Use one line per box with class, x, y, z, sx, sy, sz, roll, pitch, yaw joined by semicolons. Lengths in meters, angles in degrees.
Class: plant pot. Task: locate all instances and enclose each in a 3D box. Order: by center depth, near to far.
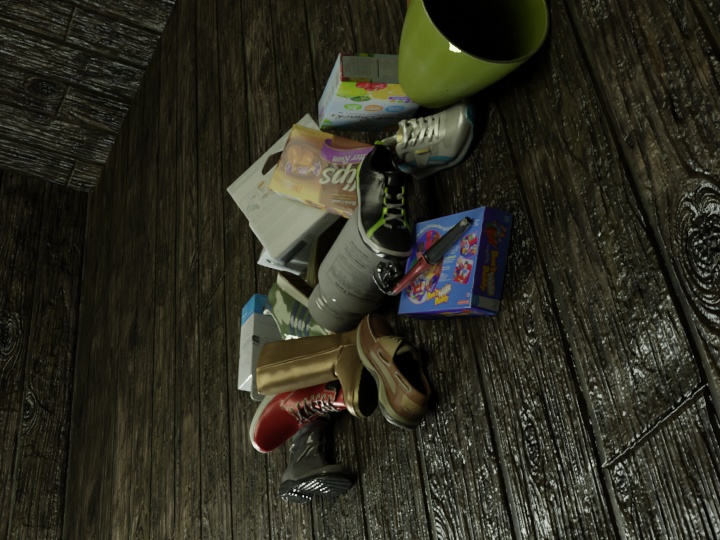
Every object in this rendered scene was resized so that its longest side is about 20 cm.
plant pot;0.131;-0.312;1.526;0.200;0.186;0.188;131;146;-60

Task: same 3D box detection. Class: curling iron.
curling iron;0.083;-0.020;1.501;0.200;0.050;0.026;-35;13;46

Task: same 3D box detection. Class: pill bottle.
pill bottle;0.000;0.000;1.696;0.200;0.114;0.115;-57;30;36

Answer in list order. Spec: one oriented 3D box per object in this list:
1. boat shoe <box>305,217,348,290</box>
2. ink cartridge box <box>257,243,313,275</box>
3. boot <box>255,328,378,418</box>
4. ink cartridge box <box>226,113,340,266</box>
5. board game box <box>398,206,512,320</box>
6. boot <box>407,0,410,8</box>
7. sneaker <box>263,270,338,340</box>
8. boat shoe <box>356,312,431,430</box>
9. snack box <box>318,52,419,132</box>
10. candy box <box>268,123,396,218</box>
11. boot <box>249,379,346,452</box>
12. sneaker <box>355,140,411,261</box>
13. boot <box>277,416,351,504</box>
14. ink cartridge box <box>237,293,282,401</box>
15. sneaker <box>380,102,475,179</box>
boat shoe;-0.060;-0.010;1.892;0.063;0.073;0.202;16;99;62
ink cartridge box;-0.110;-0.104;1.973;0.146;0.082;0.201;143;144;-77
boot;-0.066;0.164;1.677;0.199;0.066;0.176;-13;37;23
ink cartridge box;-0.107;-0.136;1.863;0.200;0.044;0.174;-41;60;9
board game box;0.126;-0.006;1.506;0.200;0.045;0.135;-10;68;64
boot;0.127;-0.404;1.694;0.200;0.076;0.156;114;153;-52
sneaker;-0.087;0.092;1.821;0.200;0.067;0.090;44;112;30
boat shoe;0.055;0.131;1.565;0.074;0.075;0.200;-55;39;29
snack box;0.020;-0.270;1.708;0.200;0.142;0.053;132;138;-72
candy box;-0.037;-0.153;1.779;0.199;0.056;0.117;19;84;30
boot;-0.083;0.218;1.738;0.200;0.072;0.144;-47;25;-9
sneaker;0.034;-0.105;1.595;0.083;0.071;0.201;118;146;-45
boot;-0.072;0.290;1.759;0.200;0.070;0.132;-26;47;53
ink cartridge box;-0.149;0.153;1.939;0.067;0.115;0.201;-43;39;51
sneaker;0.099;-0.191;1.626;0.200;0.080;0.077;-32;47;56
